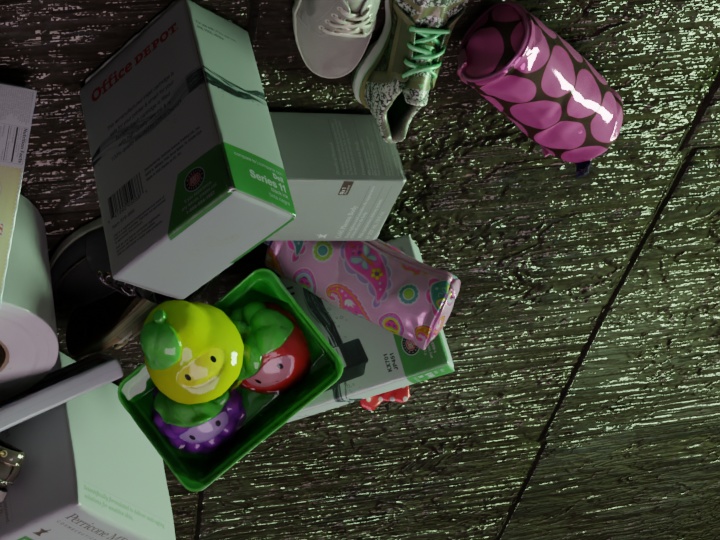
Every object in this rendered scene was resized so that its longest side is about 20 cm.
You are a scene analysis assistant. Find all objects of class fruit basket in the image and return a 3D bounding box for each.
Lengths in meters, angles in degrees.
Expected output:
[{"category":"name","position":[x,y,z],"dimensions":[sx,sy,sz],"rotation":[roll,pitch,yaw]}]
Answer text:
[{"category":"fruit basket","position":[-0.135,0.098,1.415],"dimensions":[0.215,0.156,0.216],"rotation":[-38,174,-5]}]

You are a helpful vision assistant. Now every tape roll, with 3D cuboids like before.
[{"category":"tape roll","position":[-0.390,0.026,1.381],"dimensions":[0.201,0.140,0.203],"rotation":[-11,147,-7]}]

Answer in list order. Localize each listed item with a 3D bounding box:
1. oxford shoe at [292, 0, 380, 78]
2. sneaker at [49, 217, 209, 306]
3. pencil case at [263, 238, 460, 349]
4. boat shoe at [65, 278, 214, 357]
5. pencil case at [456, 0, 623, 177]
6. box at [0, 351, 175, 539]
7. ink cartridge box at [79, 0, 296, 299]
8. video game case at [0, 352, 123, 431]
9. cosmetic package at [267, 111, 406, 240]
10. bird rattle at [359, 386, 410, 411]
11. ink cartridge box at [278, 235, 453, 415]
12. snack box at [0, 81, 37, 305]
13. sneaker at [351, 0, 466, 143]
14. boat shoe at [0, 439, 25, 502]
[{"category":"oxford shoe","position":[-0.013,-0.223,1.226],"dimensions":[0.074,0.058,0.201],"rotation":[-7,149,-16]},{"category":"sneaker","position":[-0.233,0.005,1.441],"dimensions":[0.199,0.107,0.075],"rotation":[-32,144,26]},{"category":"pencil case","position":[0.000,0.000,1.467],"dimensions":[0.199,0.088,0.088],"rotation":[28,145,8]},{"category":"boat shoe","position":[-0.226,0.032,1.523],"dimensions":[0.200,0.074,0.063],"rotation":[-39,136,22]},{"category":"pencil case","position":[0.164,-0.168,1.359],"dimensions":[0.093,0.092,0.200],"rotation":[-17,149,31]},{"category":"box","position":[-0.340,0.237,1.670],"dimensions":[0.170,0.201,0.199],"rotation":[-27,145,16]},{"category":"ink cartridge box","position":[-0.148,-0.102,1.226],"dimensions":[0.146,0.201,0.083],"rotation":[-33,147,29]},{"category":"video game case","position":[-0.339,0.133,1.463],"dimensions":[0.199,0.023,0.182],"rotation":[-24,-175,-15]},{"category":"cosmetic package","position":[-0.070,-0.088,1.385],"dimensions":[0.198,0.091,0.107],"rotation":[-4,150,-22]},{"category":"bird rattle","position":[-0.008,0.093,1.685],"dimensions":[0.198,0.113,0.164],"rotation":[3,128,-31]},{"category":"ink cartridge box","position":[-0.017,0.065,1.556],"dimensions":[0.198,0.148,0.083],"rotation":[-19,171,6]},{"category":"snack box","position":[-0.347,-0.064,1.231],"dimensions":[0.115,0.202,0.037],"rotation":[9,-176,-32]},{"category":"sneaker","position":[0.053,-0.187,1.277],"dimensions":[0.076,0.089,0.201],"rotation":[-1,145,-19]},{"category":"boat shoe","position":[-0.444,0.169,1.573],"dimensions":[0.060,0.199,0.072],"rotation":[-56,160,-2]}]
